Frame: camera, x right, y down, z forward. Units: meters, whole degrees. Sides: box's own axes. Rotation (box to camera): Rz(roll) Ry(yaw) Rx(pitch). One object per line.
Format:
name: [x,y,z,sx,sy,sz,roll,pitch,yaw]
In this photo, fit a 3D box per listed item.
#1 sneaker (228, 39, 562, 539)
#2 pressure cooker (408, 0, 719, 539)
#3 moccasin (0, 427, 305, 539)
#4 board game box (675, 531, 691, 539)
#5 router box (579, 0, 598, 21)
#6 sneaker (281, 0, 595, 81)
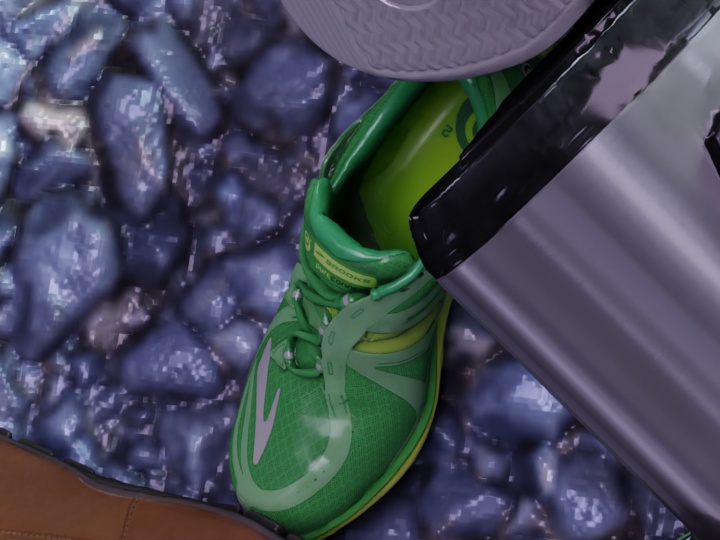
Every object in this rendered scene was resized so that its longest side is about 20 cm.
sneaker: [0.000,0.000,1.010,0.074,0.083,0.201,36,108,30]
pressure cooker: [0.137,-0.006,0.871,0.200,0.179,0.176,45,121,-3]
moccasin: [-0.075,0.113,1.026,0.200,0.074,0.078,19,64,22]
board game box: [0.203,0.114,0.947,0.199,0.040,0.154,-32,72,13]
router box: [0.077,-0.128,0.977,0.199,0.149,0.051,-12,76,18]
sneaker: [0.064,-0.134,0.876,0.074,0.118,0.200,45,131,-17]
